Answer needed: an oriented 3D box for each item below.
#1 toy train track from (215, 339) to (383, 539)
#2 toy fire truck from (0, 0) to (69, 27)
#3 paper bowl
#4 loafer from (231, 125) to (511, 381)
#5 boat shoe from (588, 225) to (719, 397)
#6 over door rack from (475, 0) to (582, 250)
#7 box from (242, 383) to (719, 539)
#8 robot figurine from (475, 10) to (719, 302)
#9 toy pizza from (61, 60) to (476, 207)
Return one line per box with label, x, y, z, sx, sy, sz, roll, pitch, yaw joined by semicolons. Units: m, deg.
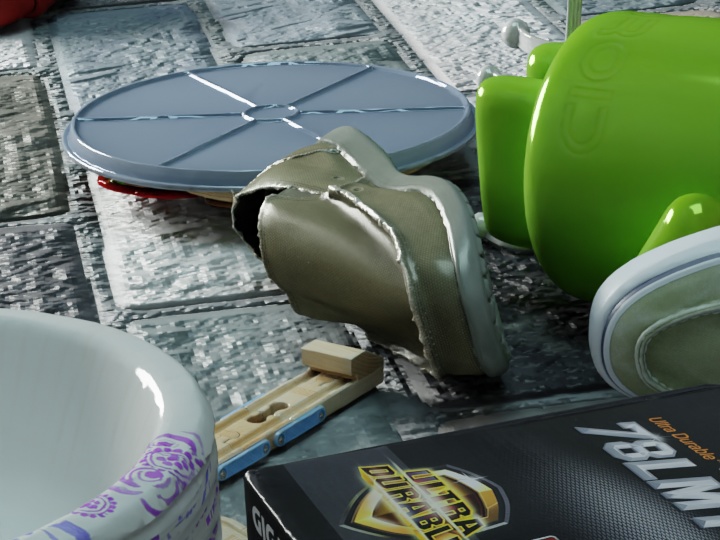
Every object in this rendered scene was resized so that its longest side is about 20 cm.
toy train track;-0.058;0.055;0.801;0.114;0.033;0.200;11;23;33
toy fire truck;-0.289;-0.194;1.408;0.175;0.129;0.200;8;35;26
paper bowl;-0.134;0.090;0.616;0.199;0.105;0.201;-3;21;1
loafer;0.000;0.000;0.908;0.069;0.076;0.200;-20;19;-12
boat shoe;0.178;0.025;0.801;0.198;0.073;0.062;-1;26;2
over door rack;0.106;-0.108;1.061;0.066;0.149;0.200;16;27;29
box;0.090;0.095;0.656;0.197;0.050;0.200;-11;22;-18
robot figurine;0.143;-0.037;0.903;0.199;0.117;0.175;10;26;31
toy pizza;-0.042;-0.061;1.117;0.198;0.032;0.200;-2;19;1
